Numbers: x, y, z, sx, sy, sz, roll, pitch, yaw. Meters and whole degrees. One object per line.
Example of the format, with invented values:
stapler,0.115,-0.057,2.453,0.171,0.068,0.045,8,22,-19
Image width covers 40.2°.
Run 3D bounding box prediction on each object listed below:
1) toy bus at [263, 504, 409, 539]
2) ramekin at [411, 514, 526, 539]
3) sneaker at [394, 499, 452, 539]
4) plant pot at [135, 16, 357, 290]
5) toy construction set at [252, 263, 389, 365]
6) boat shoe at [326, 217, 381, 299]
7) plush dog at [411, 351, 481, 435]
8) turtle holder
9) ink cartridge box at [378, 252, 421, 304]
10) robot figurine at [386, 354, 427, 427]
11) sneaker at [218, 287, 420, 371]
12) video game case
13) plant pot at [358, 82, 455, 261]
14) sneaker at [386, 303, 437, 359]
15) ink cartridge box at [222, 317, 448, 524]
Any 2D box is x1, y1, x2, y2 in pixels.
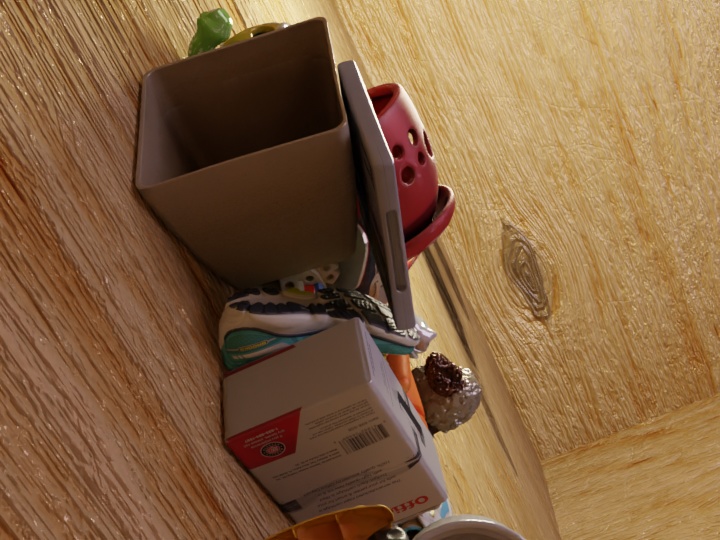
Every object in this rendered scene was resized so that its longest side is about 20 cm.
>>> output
toy bus,-0.008,0.302,0.805,0.192,0.133,0.204,93,-20,-77
ramekin,0.121,0.371,1.094,0.098,0.197,0.204,31,37,-85
sneaker,0.077,0.329,1.269,0.081,0.075,0.202,57,13,-37
plant pot,-0.096,-0.101,0.984,0.202,0.196,0.179,-101,174,-48
toy construction set,-0.053,0.042,1.045,0.201,0.128,0.094,-111,-156,-51
boat shoe,0.000,0.000,1.159,0.201,0.062,0.072,104,-36,-57
plush dog,0.080,0.181,1.308,0.200,0.169,0.163,45,25,-66
turtle holder,-0.125,-0.246,1.215,0.186,0.131,0.141,45,25,-11
ink cartridge box,0.029,0.015,1.345,0.050,0.202,0.161,33,12,1
robot figurine,0.013,0.156,1.136,0.117,0.142,0.202,45,22,-48
sneaker,-0.040,0.063,0.940,0.078,0.196,0.081,-123,-139,-62
video game case,0.015,-0.075,0.944,0.201,0.022,0.185,-107,-174,-52
plant pot,0.008,-0.107,1.247,0.184,0.198,0.201,60,13,-21
sneaker,0.052,0.091,1.347,0.079,0.071,0.200,32,-8,-1
ink cartridge box,-0.021,0.159,0.921,0.085,0.142,0.201,-101,165,-48
